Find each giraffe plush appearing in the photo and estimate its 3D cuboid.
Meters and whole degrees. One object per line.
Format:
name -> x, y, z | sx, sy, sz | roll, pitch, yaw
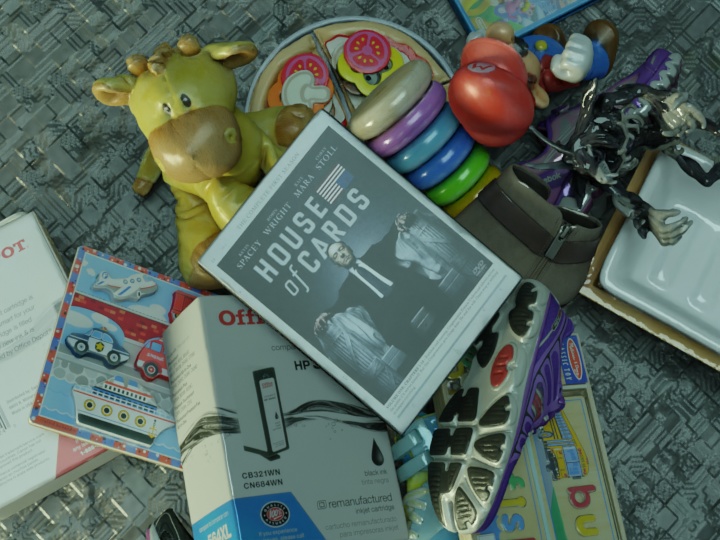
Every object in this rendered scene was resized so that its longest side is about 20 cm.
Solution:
giraffe plush -> -0.117, -0.106, 0.973 | 0.172, 0.163, 0.200 | -40, 64, -8

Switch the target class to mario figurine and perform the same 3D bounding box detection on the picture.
mario figurine -> 0.137, -0.178, 1.004 | 0.106, 0.123, 0.199 | 51, 39, 6

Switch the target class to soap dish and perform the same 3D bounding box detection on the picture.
soap dish -> 0.297, 0.001, 1.034 | 0.198, 0.081, 0.159 | 29, 79, 4

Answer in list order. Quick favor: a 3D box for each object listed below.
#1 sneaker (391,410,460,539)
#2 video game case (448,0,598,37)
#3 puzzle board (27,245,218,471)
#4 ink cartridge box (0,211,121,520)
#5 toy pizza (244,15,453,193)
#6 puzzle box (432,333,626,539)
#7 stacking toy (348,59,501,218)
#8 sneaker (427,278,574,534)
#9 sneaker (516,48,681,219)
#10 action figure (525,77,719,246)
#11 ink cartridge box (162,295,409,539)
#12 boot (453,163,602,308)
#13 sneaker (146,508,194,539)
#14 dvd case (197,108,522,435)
sneaker -> 0.047, 0.191, 0.990 | 0.130, 0.080, 0.200 | 43, 71, 5
video game case -> 0.163, -0.298, 1.123 | 0.198, 0.018, 0.145 | -27, 80, -7
puzzle board -> -0.147, 0.078, 0.978 | 0.198, 0.017, 0.153 | 21, 58, -20
ink cartridge box -> -0.279, 0.078, 0.997 | 0.145, 0.083, 0.202 | -27, 81, -8
toy pizza -> -0.004, -0.130, 1.076 | 0.197, 0.032, 0.204 | 0, 79, -2
puzzle box -> 0.131, 0.150, 0.964 | 0.131, 0.025, 0.203 | -2, 67, -19
stacking toy -> 0.081, -0.074, 1.028 | 0.085, 0.085, 0.200 | -44, 105, -10
sneaker -> 0.117, 0.107, 0.924 | 0.083, 0.080, 0.202 | 36, 67, -30
sneaker -> 0.201, -0.120, 1.063 | 0.088, 0.081, 0.201 | 32, 75, 24
action figure -> 0.233, -0.092, 0.953 | 0.197, 0.102, 0.120 | -9, 124, -9
ink cartridge box -> -0.060, 0.123, 0.946 | 0.144, 0.084, 0.203 | -1, 69, -30
boot -> 0.087, -0.021, 0.979 | 0.198, 0.071, 0.147 | 22, 121, -19
sneaker -> -0.091, 0.265, 0.977 | 0.086, 0.080, 0.201 | -37, 94, -14
dvd case -> 0.000, 0.000, 0.923 | 0.199, 0.025, 0.151 | 39, 84, 0
